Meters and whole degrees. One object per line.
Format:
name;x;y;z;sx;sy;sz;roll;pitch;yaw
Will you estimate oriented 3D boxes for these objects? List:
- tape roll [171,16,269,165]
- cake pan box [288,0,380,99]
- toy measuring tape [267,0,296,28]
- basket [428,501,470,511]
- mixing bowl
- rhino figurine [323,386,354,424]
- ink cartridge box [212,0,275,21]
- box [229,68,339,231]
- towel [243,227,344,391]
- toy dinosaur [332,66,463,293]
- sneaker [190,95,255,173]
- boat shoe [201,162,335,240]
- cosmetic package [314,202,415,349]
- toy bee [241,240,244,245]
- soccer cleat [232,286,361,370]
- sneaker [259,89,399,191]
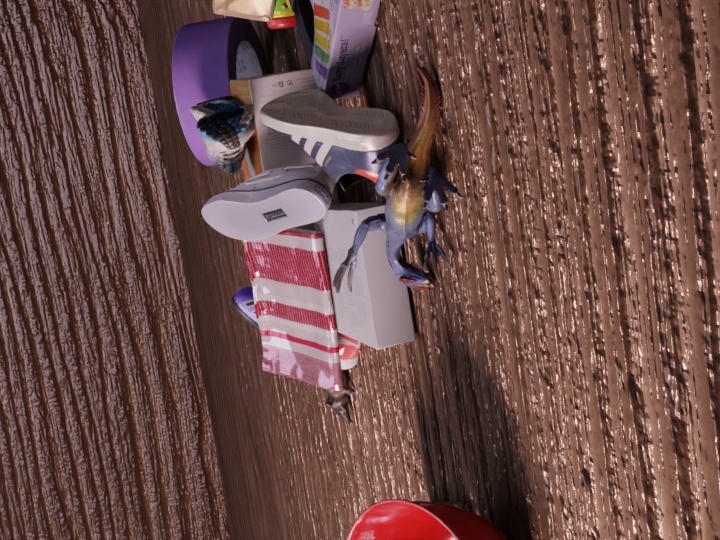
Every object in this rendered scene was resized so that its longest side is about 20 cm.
tape roll;-0.192;-0.255;1.509;0.200;0.083;0.204;-6;-90;-77
cake pan box;-0.034;-0.312;1.133;0.201;0.051;0.187;107;150;-61
toy measuring tape;-0.113;-0.346;1.351;0.200;0.072;0.075;-142;43;-66
basket;0.053;0.356;1.118;0.149;0.140;0.203;139;118;-71
mixing bowl;0.084;0.299;0.979;0.198;0.107;0.204;9;102;47
rhino figurine;-0.057;0.128;1.498;0.088;0.059;0.202;108;139;-67
ink cartridge box;-0.116;-0.411;1.186;0.166;0.074;0.202;-84;3;-46
box;-0.098;-0.154;1.379;0.124;0.096;0.204;-157;57;-70
towel;-0.085;0.045;1.323;0.143;0.023;0.204;9;113;44
toy dinosaur;0.056;-0.056;1.016;0.182;0.104;0.203;91;-159;-76
sneaker;-0.163;-0.162;1.321;0.200;0.074;0.088;-126;21;-70
boat shoe;-0.107;-0.086;1.281;0.197;0.066;0.074;-4;134;36
cosmetic package;0.000;0.000;1.225;0.200;0.051;0.154;-166;64;-73
toy bee;-0.117;-0.011;1.487;0.131;0.109;0.200;41;-173;-1
soccer cleat;-0.082;0.058;1.401;0.198;0.068;0.074;27;119;23
sneaker;-0.033;-0.133;1.130;0.199;0.075;0.086;26;142;44
